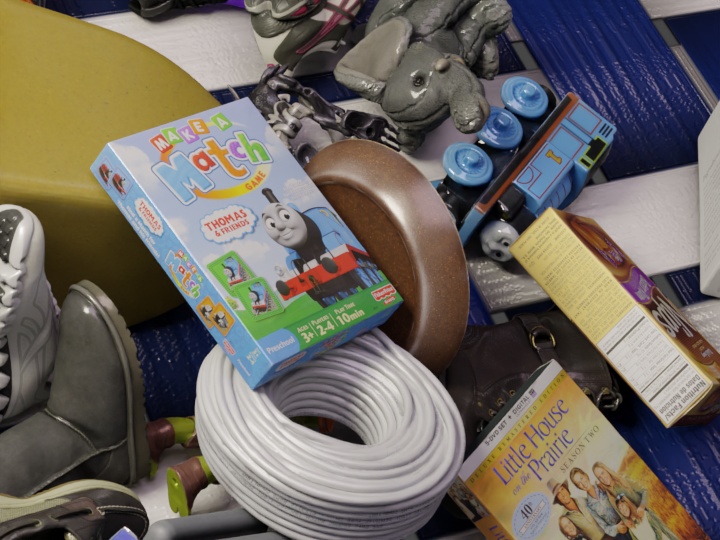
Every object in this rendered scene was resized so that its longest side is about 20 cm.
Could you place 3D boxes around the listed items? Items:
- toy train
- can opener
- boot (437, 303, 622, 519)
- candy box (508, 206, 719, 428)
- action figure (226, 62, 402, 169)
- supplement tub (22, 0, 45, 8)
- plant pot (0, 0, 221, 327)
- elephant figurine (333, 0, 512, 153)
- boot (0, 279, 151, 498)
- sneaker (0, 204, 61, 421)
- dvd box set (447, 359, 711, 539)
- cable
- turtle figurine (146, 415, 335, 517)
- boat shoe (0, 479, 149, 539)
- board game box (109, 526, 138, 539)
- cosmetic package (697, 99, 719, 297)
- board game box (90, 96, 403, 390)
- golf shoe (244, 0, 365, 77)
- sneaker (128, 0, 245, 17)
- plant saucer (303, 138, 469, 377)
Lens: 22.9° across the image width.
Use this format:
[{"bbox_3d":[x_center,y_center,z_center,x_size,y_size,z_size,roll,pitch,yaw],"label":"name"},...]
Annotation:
[{"bbox_3d":[0.138,-0.087,1.562,0.114,0.087,0.200,36,51,6],"label":"toy train"},{"bbox_3d":[-0.076,0.198,1.226,0.053,0.067,0.200,36,13,29],"label":"can opener"},{"bbox_3d":[0.130,0.103,1.420,0.173,0.069,0.201,0,53,-18],"label":"boot"},{"bbox_3d":[0.222,0.039,1.465,0.200,0.056,0.117,50,17,19],"label":"candy box"},{"bbox_3d":[-0.054,-0.107,1.510,0.119,0.102,0.200,-50,34,-11],"label":"action figure"},{"bbox_3d":[-0.325,-0.248,1.537,0.106,0.107,0.201,3,52,-14],"label":"supplement tub"},{"bbox_3d":[-0.208,-0.067,1.382,0.199,0.196,0.195,7,51,-19],"label":"plant pot"},{"bbox_3d":[0.048,-0.172,1.557,0.141,0.156,0.201,21,51,0],"label":"elephant figurine"},{"bbox_3d":[-0.245,0.122,1.242,0.199,0.183,0.072,-24,27,-31],"label":"boot"},{"bbox_3d":[-0.250,0.030,1.287,0.081,0.201,0.075,-16,50,-35],"label":"sneaker"},{"bbox_3d":[0.169,0.186,1.348,0.200,0.029,0.146,49,53,-2],"label":"dvd box set"},{"bbox_3d":[-0.025,0.111,1.272,0.199,0.070,0.200,36,37,19],"label":"cable"},{"bbox_3d":[-0.078,0.128,1.341,0.161,0.065,0.200,-21,61,-29],"label":"turtle figurine"},{"bbox_3d":[-0.212,0.189,1.207,0.066,0.072,0.200,39,17,32],"label":"boat shoe"},{"bbox_3d":[-0.166,0.301,1.159,0.159,0.097,0.200,37,52,14],"label":"board game box"},{"bbox_3d":[0.406,-0.083,1.581,0.164,0.165,0.201,13,50,-7],"label":"cosmetic package"},{"bbox_3d":[-0.080,-0.025,1.286,0.151,0.037,0.200,-25,72,-47],"label":"board game box"},{"bbox_3d":[-0.030,-0.251,1.618,0.077,0.089,0.200,22,43,35],"label":"golf shoe"},{"bbox_3d":[-0.166,-0.265,1.629,0.199,0.070,0.100,22,58,4],"label":"sneaker"},{"bbox_3d":[0.000,0.000,1.374,0.034,0.201,0.201,-18,59,-41],"label":"plant saucer"}]
